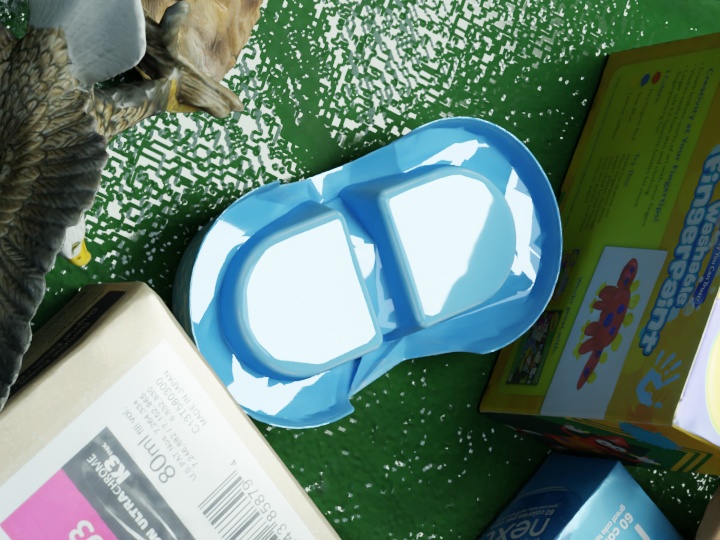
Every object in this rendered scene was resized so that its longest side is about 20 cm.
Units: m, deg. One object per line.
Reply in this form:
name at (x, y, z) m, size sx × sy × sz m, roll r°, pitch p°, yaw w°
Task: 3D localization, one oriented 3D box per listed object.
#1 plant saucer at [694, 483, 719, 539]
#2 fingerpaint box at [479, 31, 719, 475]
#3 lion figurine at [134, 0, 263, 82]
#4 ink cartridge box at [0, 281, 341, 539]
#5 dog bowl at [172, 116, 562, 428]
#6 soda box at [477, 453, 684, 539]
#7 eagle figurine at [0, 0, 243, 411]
plant saucer at (0.252, 0.102, 1.049) m, size 0.199 × 0.201 × 0.038 m, roll 2°, pitch 50°, yaw -28°
fingerpaint box at (0.159, -0.008, 1.031) m, size 0.073 × 0.167 × 0.201 m, roll 27°, pitch 76°, yaw -24°
lion figurine at (-0.052, -0.178, 0.975) m, size 0.200 × 0.072 × 0.123 m, roll -55°, pitch 145°, yaw -25°
ink cartridge box at (-0.105, 0.132, 0.941) m, size 0.165 × 0.075 × 0.200 m, roll -44°, pitch 109°, yaw -23°
dog bowl at (0.000, 0.000, 1.013) m, size 0.199 × 0.049 × 0.112 m, roll -22°, pitch 99°, yaw -27°
soda box at (0.066, 0.182, 1.035) m, size 0.200 × 0.064 × 0.068 m, roll -47°, pitch 109°, yaw -21°
eagle figurine at (-0.147, -0.036, 0.877) m, size 0.200 × 0.151 × 0.151 m, roll -41°, pitch 112°, yaw -21°
